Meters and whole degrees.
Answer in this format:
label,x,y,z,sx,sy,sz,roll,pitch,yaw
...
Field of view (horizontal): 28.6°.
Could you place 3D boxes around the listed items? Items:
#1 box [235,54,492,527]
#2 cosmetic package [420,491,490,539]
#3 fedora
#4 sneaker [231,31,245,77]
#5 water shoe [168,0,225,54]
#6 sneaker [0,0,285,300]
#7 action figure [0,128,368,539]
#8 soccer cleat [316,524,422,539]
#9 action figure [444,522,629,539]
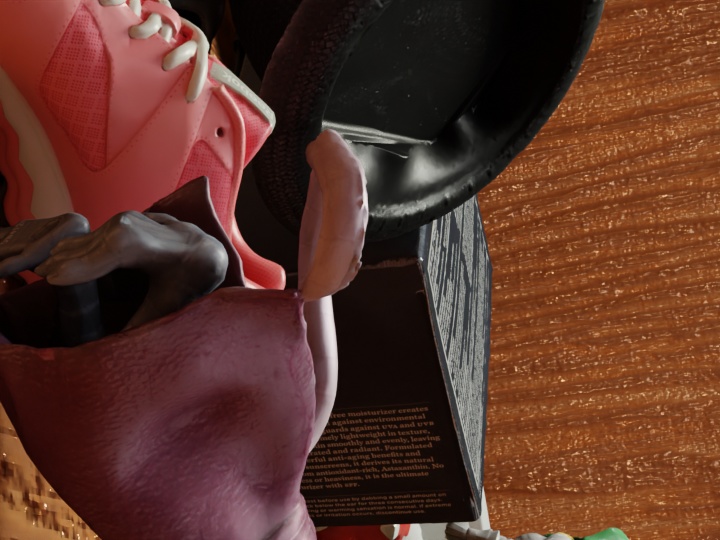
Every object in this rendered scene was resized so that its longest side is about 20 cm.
label,x,y,z,sx,sy,sz,roll,pitch,yaw
box,0.000,0.000,0.780,0.201,0.122,0.200,-82,164,-46
cosmetic package,0.034,0.161,1.014,0.081,0.112,0.202,-79,158,-71
fedora,0.013,-0.104,0.588,0.092,0.200,0.201,45,-11,25
sneaker,-0.042,-0.113,0.866,0.077,0.081,0.202,15,-50,58
water shoe,-0.082,-0.128,0.496,0.200,0.071,0.080,68,17,-65
sneaker,-0.071,-0.059,0.425,0.074,0.086,0.202,-90,170,-60
action figure,-0.034,0.073,0.387,0.134,0.148,0.202,-99,165,-74
soccer cleat,0.013,0.187,0.937,0.085,0.068,0.202,-48,136,-61
action figure,0.064,0.182,0.842,0.118,0.198,0.055,73,10,-58
